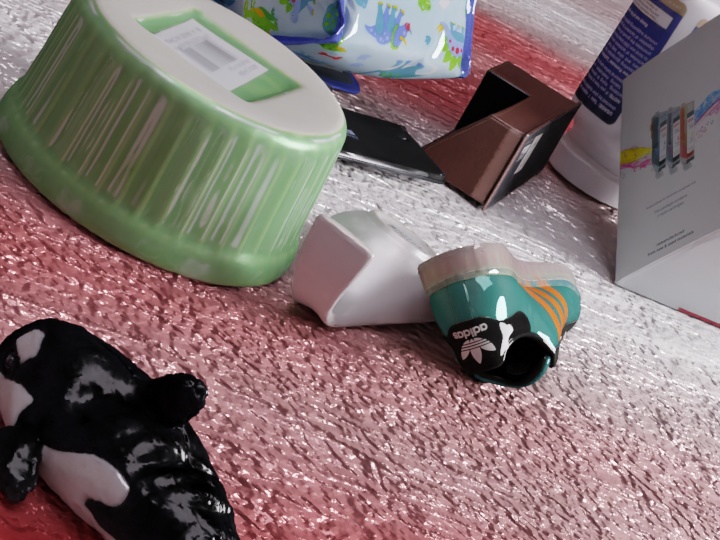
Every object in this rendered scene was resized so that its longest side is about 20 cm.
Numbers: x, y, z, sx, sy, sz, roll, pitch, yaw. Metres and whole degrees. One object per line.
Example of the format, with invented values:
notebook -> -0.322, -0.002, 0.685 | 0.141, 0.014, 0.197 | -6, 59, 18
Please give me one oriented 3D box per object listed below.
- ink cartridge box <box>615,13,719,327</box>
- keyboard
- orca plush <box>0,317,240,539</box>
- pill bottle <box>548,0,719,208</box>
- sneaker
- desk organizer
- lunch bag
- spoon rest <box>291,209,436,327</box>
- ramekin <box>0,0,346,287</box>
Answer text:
ink cartridge box -> 0.306, -0.078, 1.354 | 0.145, 0.144, 0.201 | 21, 61, -26
keyboard -> -0.033, -0.113, 1.256 | 0.199, 0.021, 0.127 | 12, 30, -43
orca plush -> -0.091, 0.076, 0.697 | 0.105, 0.071, 0.200 | 17, 26, -34
pill bottle -> 0.259, -0.160, 1.501 | 0.115, 0.200, 0.116 | 29, 19, -11
sneaker -> 0.094, 0.038, 1.054 | 0.200, 0.071, 0.080 | 14, 59, -64
desk organizer -> 0.114, -0.117, 1.394 | 0.077, 0.072, 0.200 | 33, 21, 9
lunch bag -> -0.032, -0.214, 1.332 | 0.199, 0.128, 0.170 | 11, 2, 40
spoon rest -> 0.000, 0.000, 1.026 | 0.099, 0.061, 0.200 | 38, 9, 12
ramekin -> -0.105, -0.090, 0.997 | 0.199, 0.098, 0.200 | 28, 22, -12
